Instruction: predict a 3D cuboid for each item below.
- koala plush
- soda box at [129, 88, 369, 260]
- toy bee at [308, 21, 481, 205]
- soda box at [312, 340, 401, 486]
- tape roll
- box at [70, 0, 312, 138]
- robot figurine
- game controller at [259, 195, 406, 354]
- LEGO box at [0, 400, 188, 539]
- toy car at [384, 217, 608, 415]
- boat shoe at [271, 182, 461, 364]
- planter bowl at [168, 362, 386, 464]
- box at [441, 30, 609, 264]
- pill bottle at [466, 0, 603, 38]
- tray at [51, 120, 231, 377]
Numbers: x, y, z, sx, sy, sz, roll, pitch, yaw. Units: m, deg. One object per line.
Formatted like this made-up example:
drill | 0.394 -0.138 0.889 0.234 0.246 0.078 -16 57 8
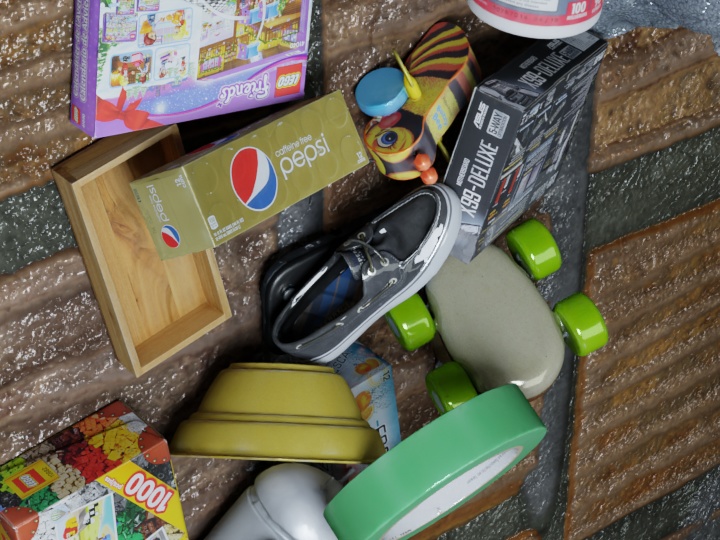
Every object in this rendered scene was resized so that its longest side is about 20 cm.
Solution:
koala plush | 0.286 -0.264 1.629 0.184 0.200 0.178 -42 137 -15
soda box | -0.084 -0.077 1.449 0.200 0.064 0.068 -32 104 -47
toy bee | 0.044 -0.116 1.566 0.131 0.109 0.200 28 94 -50
soda box | -0.005 0.163 1.725 0.068 0.064 0.200 -30 132 -27
tape roll | 0.064 0.172 1.567 0.200 0.048 0.200 -32 166 -9
box | -0.126 -0.185 1.415 0.200 0.039 0.137 -15 123 -37
robot figurine | -0.078 0.255 1.660 0.200 0.113 0.170 -50 -179 10
game controller | -0.005 0.002 1.641 0.200 0.042 0.105 -26 130 -28
LEGO box | -0.226 0.232 1.551 0.149 0.077 0.200 -30 132 -27
toy car | 0.119 0.067 1.730 0.164 0.158 0.200 -28 165 -9
boat shoe | 0.000 0.000 1.552 0.200 0.070 0.066 -42 153 16
planter bowl | -0.068 0.122 1.580 0.200 0.200 0.084 9 81 -45
box | 0.139 -0.115 1.622 0.200 0.050 0.158 -41 154 -52
pill bottle | 0.157 -0.305 1.529 0.119 0.120 0.200 -21 134 -32
tray | -0.172 -0.020 1.478 0.099 0.037 0.200 -33 132 -24
